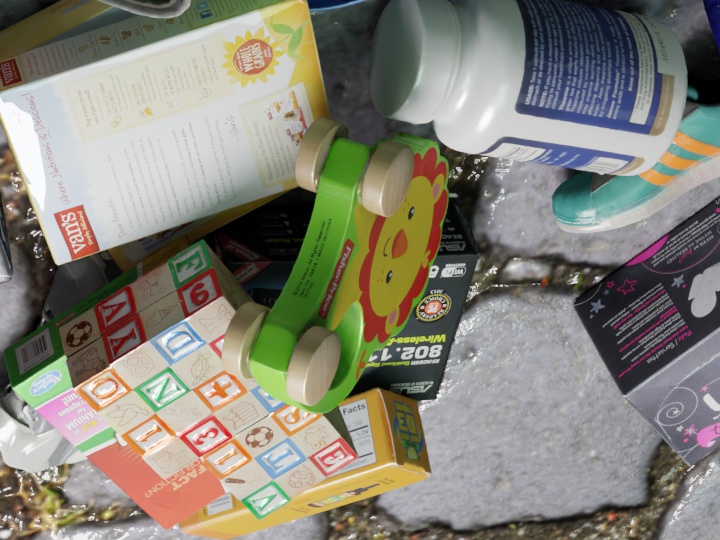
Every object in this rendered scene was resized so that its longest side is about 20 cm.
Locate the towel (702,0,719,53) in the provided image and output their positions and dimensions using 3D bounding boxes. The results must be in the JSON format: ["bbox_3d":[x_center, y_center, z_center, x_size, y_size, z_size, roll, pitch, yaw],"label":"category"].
[{"bbox_3d":[0.319,-0.138,1.167,0.146,0.202,0.050,-13,170,-10],"label":"towel"}]

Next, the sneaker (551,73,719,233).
[{"bbox_3d":[0.224,-0.100,1.241,0.198,0.072,0.080,-26,116,9],"label":"sneaker"}]

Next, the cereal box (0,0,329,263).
[{"bbox_3d":[-0.120,-0.095,1.063,0.198,0.040,0.145,-18,135,-7],"label":"cereal box"}]

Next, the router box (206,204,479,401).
[{"bbox_3d":[-0.024,0.029,1.258,0.198,0.062,0.151,-2,131,-19],"label":"router box"}]

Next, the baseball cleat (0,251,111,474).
[{"bbox_3d":[-0.222,0.077,1.209,0.106,0.070,0.202,-21,137,-30],"label":"baseball cleat"}]

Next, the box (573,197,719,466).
[{"bbox_3d":[0.297,0.039,1.349,0.199,0.115,0.132,-36,132,13],"label":"box"}]

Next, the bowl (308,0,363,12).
[{"bbox_3d":[-0.026,-0.254,1.026,0.198,0.040,0.202,-11,132,-12],"label":"bowl"}]

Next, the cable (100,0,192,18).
[{"bbox_3d":[-0.190,-0.173,0.971,0.198,0.050,0.098,26,138,11],"label":"cable"}]

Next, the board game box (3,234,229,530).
[{"bbox_3d":[-0.131,0.084,1.191,0.152,0.040,0.200,-32,133,6],"label":"board game box"}]

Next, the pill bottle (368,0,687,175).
[{"bbox_3d":[0.110,-0.130,1.135,0.198,0.111,0.112,7,127,-25],"label":"pill bottle"}]

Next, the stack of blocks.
[{"bbox_3d":[-0.098,0.085,1.135,0.114,0.059,0.200,-31,134,6],"label":"stack of blocks"}]

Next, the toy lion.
[{"bbox_3d":[0.000,0.000,1.107,0.202,0.068,0.192,-68,158,-9],"label":"toy lion"}]

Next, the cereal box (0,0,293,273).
[{"bbox_3d":[-0.141,-0.102,1.115,0.143,0.040,0.201,-26,133,2],"label":"cereal box"}]

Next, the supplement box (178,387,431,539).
[{"bbox_3d":[-0.048,0.152,1.304,0.198,0.070,0.066,-18,159,25],"label":"supplement box"}]

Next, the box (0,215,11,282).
[{"bbox_3d":[-0.326,-0.049,1.019,0.198,0.133,0.116,-15,130,-7],"label":"box"}]
